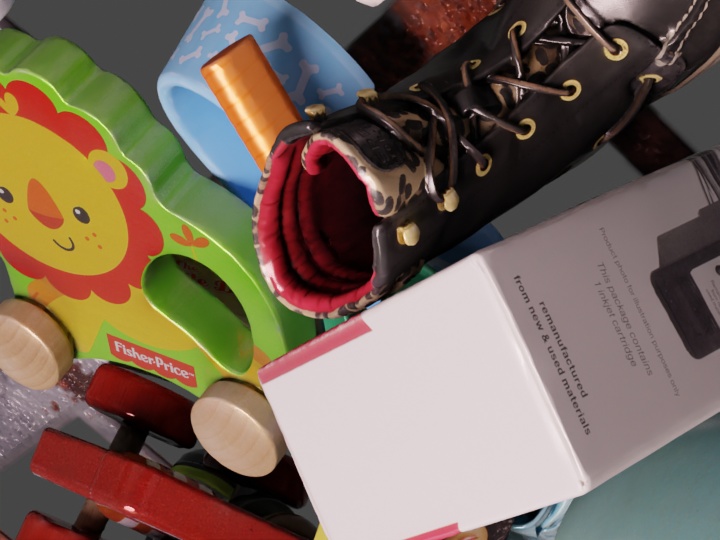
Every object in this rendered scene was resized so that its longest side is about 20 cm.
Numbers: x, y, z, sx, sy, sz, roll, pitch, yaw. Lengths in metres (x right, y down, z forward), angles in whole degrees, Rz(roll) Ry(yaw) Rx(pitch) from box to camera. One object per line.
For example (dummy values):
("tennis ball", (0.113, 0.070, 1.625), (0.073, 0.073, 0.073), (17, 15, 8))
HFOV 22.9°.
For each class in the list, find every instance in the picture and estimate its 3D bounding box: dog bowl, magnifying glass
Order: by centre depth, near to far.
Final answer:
("magnifying glass", (0.000, 0.000, 0.696), (0.022, 0.079, 0.201), (-12, 115, 56))
("dog bowl", (-0.010, -0.033, 0.761), (0.200, 0.050, 0.111), (49, 163, -20))

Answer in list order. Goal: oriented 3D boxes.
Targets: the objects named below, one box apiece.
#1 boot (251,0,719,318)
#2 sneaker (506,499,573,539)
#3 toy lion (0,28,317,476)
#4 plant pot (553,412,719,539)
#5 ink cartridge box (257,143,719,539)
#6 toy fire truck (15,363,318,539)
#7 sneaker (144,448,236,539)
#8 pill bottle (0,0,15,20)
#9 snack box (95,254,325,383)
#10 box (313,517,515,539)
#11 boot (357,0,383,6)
("boot", (0.049, -0.063, 0.619), (0.073, 0.150, 0.200), (53, 148, 6))
("sneaker", (0.076, 0.098, 0.852), (0.073, 0.082, 0.201), (21, 142, 19))
("toy lion", (-0.113, -0.017, 0.816), (0.198, 0.069, 0.193), (20, 138, 22))
("plant pot", (0.174, 0.146, 0.748), (0.160, 0.201, 0.201), (5, 138, 50))
("ink cartridge box", (0.086, 0.021, 0.650), (0.145, 0.199, 0.084), (-30, 85, 51))
("toy fire truck", (-0.075, 0.137, 0.931), (0.199, 0.113, 0.167), (32, 169, -30))
("sneaker", (-0.082, 0.196, 1.089), (0.071, 0.083, 0.201), (3, 135, 35))
("pill bottle", (-0.210, -0.185, 0.714), (0.111, 0.112, 0.201), (9, 139, 29))
("snack box", (-0.092, 0.011, 0.918), (0.198, 0.037, 0.117), (14, 141, 25))
("box", (0.012, 0.145, 0.799), (0.050, 0.075, 0.202), (50, 134, 40))
("boot", (0.014, -0.165, 0.597), (0.090, 0.073, 0.200), (35, 146, -12))
